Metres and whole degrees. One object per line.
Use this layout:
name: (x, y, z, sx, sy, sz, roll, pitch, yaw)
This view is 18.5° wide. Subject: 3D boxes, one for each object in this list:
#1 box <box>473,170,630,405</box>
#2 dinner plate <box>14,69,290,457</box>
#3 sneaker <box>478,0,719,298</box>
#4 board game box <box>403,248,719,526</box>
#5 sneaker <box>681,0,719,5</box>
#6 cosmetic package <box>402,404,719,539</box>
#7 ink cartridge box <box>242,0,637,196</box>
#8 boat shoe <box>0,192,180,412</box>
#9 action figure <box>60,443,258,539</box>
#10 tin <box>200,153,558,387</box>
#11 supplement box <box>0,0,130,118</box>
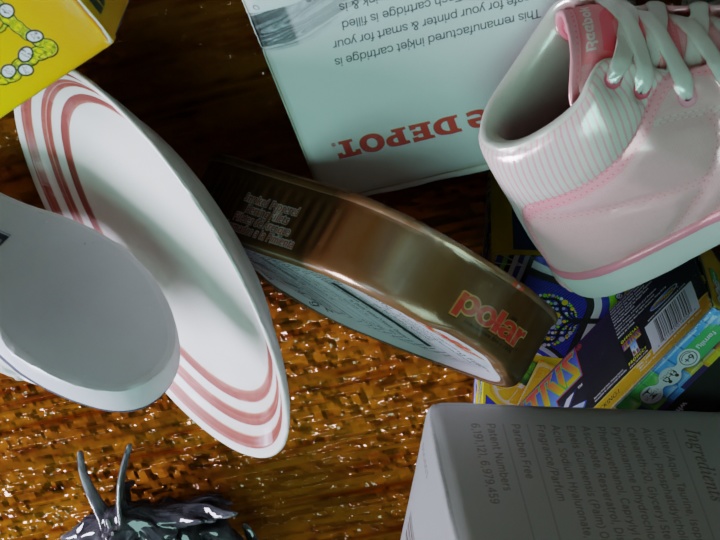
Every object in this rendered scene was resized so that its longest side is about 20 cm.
box: (0.085, 0.055, 1.022, 0.064, 0.070, 0.200, 1, 126, 1)
dinner plate: (-0.086, -0.008, 0.958, 0.024, 0.200, 0.201, -35, 124, -21)
sneaker: (0.135, -0.073, 0.831, 0.200, 0.075, 0.105, -30, 126, 17)
board game box: (0.144, 0.100, 0.981, 0.165, 0.057, 0.200, 29, 118, -27)
sneaker: (0.230, -0.111, 0.886, 0.200, 0.074, 0.116, -21, 123, 21)
cosmetic package: (0.121, 0.169, 0.882, 0.199, 0.167, 0.168, 2, 126, -10)
ink cartridge box: (0.023, -0.142, 0.883, 0.146, 0.083, 0.200, -11, 123, 15)
boat shoe: (-0.153, 0.016, 0.983, 0.200, 0.072, 0.066, 25, 148, 30)
action figure: (-0.087, 0.182, 1.118, 0.119, 0.102, 0.200, -17, 124, 31)
tin: (0.000, 0.000, 0.934, 0.112, 0.200, 0.042, 29, 84, -35)
supplement box: (-0.198, -0.110, 0.916, 0.200, 0.109, 0.110, -30, 116, 25)
